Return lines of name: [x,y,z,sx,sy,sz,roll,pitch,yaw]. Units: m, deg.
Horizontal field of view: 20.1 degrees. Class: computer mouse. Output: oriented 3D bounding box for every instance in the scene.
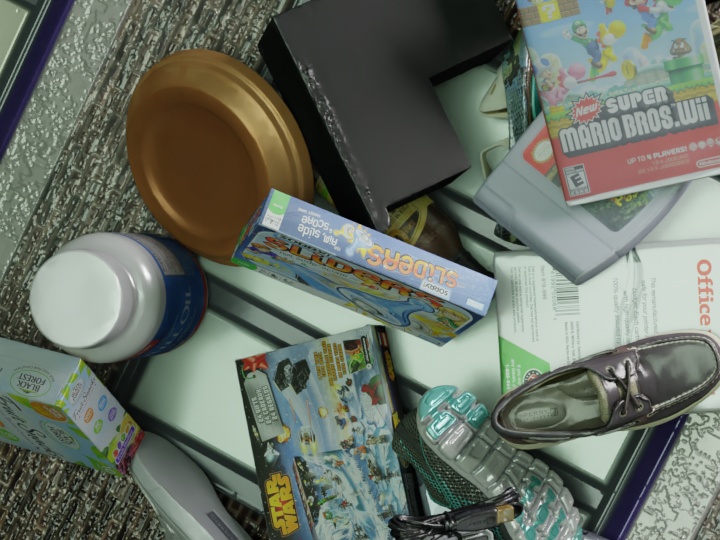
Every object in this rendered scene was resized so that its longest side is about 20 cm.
computer mouse: [0.071,0.226,1.669,0.109,0.200,0.044,-18,67,-11]

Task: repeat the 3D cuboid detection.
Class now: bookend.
bookend: [0.048,-0.153,1.709,0.200,0.092,0.199,-26,87,-14]

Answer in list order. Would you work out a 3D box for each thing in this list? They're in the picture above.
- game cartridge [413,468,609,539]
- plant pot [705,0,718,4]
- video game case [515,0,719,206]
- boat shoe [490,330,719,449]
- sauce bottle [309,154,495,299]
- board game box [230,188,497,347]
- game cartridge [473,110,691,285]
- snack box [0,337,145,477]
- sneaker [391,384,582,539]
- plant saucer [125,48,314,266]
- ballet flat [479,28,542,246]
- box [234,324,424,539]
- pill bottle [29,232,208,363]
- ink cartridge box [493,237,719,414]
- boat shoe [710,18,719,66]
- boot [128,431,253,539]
game cartridge: [0.116,0.264,1.765,0.200,0.040,0.134,22,92,12]
plant pot: [0.217,-0.308,1.659,0.199,0.177,0.201,-18,88,14]
video game case: [0.209,-0.158,1.598,0.143,0.017,0.200,-12,110,12]
boat shoe: [0.199,0.100,1.640,0.199,0.065,0.072,-16,87,13]
sauce bottle: [0.039,-0.042,1.763,0.200,0.065,0.065,41,100,10]
board game box: [0.000,0.000,1.684,0.200,0.135,0.035,22,73,-7]
game cartridge: [0.204,-0.094,1.668,0.133,0.041,0.200,39,92,12]
snack box: [-0.306,0.109,1.785,0.200,0.142,0.053,12,66,27]
sneaker: [0.105,0.184,1.720,0.200,0.078,0.091,50,143,-6]
plant saucer: [-0.131,-0.092,1.766,0.200,0.037,0.201,18,124,29]
ballet flat: [0.133,-0.119,1.739,0.074,0.074,0.201,-2,89,13]
box: [-0.025,0.160,1.774,0.137,0.040,0.201,-15,81,21]
pill bottle: [-0.211,0.023,1.754,0.112,0.200,0.113,0,91,14]
ink cartridge box: [0.220,0.050,1.711,0.199,0.083,0.147,-3,90,14]
boat shoe: [0.255,-0.150,1.709,0.200,0.063,0.073,-30,84,12]
boot: [-0.161,0.244,1.813,0.200,0.073,0.096,49,116,20]
